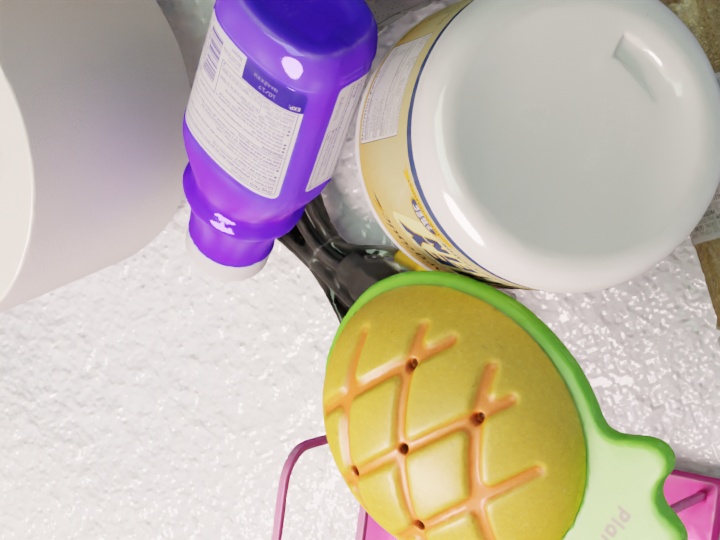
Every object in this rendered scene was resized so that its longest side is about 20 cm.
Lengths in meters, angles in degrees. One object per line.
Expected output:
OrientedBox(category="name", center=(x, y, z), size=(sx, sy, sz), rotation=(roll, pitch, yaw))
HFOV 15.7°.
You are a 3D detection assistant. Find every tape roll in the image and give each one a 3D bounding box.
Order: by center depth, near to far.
OrientedBox(category="tape roll", center=(-0.209, -0.079, 1.411), size=(0.202, 0.139, 0.203), rotation=(12, 111, 32))

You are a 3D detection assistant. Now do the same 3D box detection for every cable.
OrientedBox(category="cable", center=(0.000, 0.000, 1.400), size=(0.200, 0.050, 0.097), rotation=(41, 129, 31))

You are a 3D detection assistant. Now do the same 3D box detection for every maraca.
OrientedBox(category="maraca", center=(0.063, 0.084, 1.209), size=(0.200, 0.107, 0.137), rotation=(38, 122, 23))

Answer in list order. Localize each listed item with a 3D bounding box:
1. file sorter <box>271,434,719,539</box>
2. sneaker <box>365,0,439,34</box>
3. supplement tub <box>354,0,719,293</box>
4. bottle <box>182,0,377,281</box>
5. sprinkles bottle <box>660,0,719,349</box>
OrientedBox(category="file sorter", center=(0.063, 0.164, 1.324), size=(0.199, 0.125, 0.139), rotation=(11, 100, 26))
OrientedBox(category="sneaker", center=(-0.007, -0.157, 1.332), size=(0.200, 0.115, 0.075), rotation=(-21, 86, 27))
OrientedBox(category="supplement tub", center=(0.077, -0.062, 1.234), size=(0.144, 0.200, 0.145), rotation=(0, 90, -11))
OrientedBox(category="bottle", center=(-0.049, -0.071, 1.325), size=(0.084, 0.065, 0.200), rotation=(44, 144, 19))
OrientedBox(category="sprinkles bottle", center=(0.186, -0.046, 1.270), size=(0.068, 0.068, 0.201), rotation=(-18, 87, 28))
